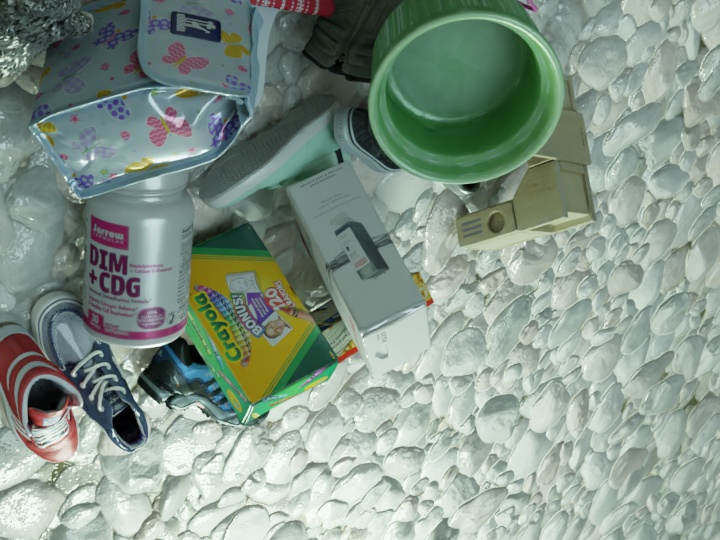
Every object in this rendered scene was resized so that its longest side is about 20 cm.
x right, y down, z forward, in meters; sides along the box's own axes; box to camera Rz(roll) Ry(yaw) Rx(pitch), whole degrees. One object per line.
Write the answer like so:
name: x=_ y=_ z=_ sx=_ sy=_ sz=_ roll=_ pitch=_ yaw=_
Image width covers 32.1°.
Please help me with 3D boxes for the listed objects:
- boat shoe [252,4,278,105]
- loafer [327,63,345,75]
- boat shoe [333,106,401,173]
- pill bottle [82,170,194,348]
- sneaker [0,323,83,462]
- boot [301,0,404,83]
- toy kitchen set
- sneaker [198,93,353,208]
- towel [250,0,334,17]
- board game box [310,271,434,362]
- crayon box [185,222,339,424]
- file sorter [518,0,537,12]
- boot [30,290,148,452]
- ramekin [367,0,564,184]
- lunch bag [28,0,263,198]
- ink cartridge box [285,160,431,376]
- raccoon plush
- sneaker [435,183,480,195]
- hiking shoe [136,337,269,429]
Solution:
boat shoe: x=-0.126 y=-0.261 z=1.300 sx=0.071 sy=0.068 sz=0.202 roll=8 pitch=89 yaw=-37
loafer: x=0.015 y=-0.309 z=1.394 sx=0.072 sy=0.063 sz=0.201 roll=18 pitch=104 yaw=-45
boat shoe: x=0.038 y=-0.153 z=1.472 sx=0.200 sy=0.070 sz=0.073 roll=-2 pitch=92 yaw=-66
pill bottle: x=-0.234 y=-0.031 z=1.315 sx=0.113 sy=0.113 sz=0.202 roll=-11 pitch=118 yaw=-37
sneaker: x=-0.338 y=0.160 z=1.353 sx=0.071 sy=0.112 sz=0.201 roll=-33 pitch=135 yaw=-20
boot: x=0.042 y=-0.259 z=1.340 sx=0.068 sy=0.198 sz=0.132 roll=-31 pitch=135 yaw=-72
toy kitchen set: x=0.183 y=-0.147 z=1.651 sx=0.162 sy=0.180 sz=0.202 roll=4 pitch=75 yaw=-46
sneaker: x=-0.086 y=-0.101 z=1.431 sx=0.200 sy=0.074 sz=0.119 roll=-37 pitch=130 yaw=-21
towel: x=-0.104 y=-0.338 z=1.255 sx=0.199 sy=0.022 sz=0.146 roll=0 pitch=91 yaw=-40
board game box: x=-0.027 y=0.070 z=1.548 sx=0.199 sy=0.151 sz=0.047 roll=-32 pitch=100 yaw=-22
crayon box: x=-0.129 y=0.057 z=1.411 sx=0.118 sy=0.201 sz=0.058 roll=-25 pitch=161 yaw=-28
file sorter: x=0.117 y=-0.289 z=1.418 sx=0.201 sy=0.125 sz=0.139 roll=-61 pitch=164 yaw=8
boot: x=-0.291 y=0.113 z=1.381 sx=0.073 sy=0.090 sz=0.201 roll=-37 pitch=136 yaw=-17
ramekin: x=0.103 y=-0.197 z=1.283 sx=0.198 sy=0.098 sz=0.201 roll=-3 pitch=130 yaw=-3
lunch bag: x=-0.191 y=-0.183 z=1.161 sx=0.198 sy=0.170 sz=0.128 roll=-12 pitch=136 yaw=11
ink cartridge box: x=0.000 y=0.000 z=1.414 sx=0.084 sy=0.201 sz=0.146 roll=-24 pitch=157 yaw=-5
raccoon plush: x=-0.307 y=-0.191 z=1.129 sx=0.096 sy=0.134 sz=0.201 roll=-7 pitch=121 yaw=-40
sneaker: x=0.130 y=-0.187 z=1.571 sx=0.074 sy=0.079 sz=0.201 roll=-22 pitch=128 yaw=-28
hiking shoe: x=-0.171 y=0.134 z=1.515 sx=0.199 sy=0.074 sz=0.087 roll=21 pitch=103 yaw=-47
